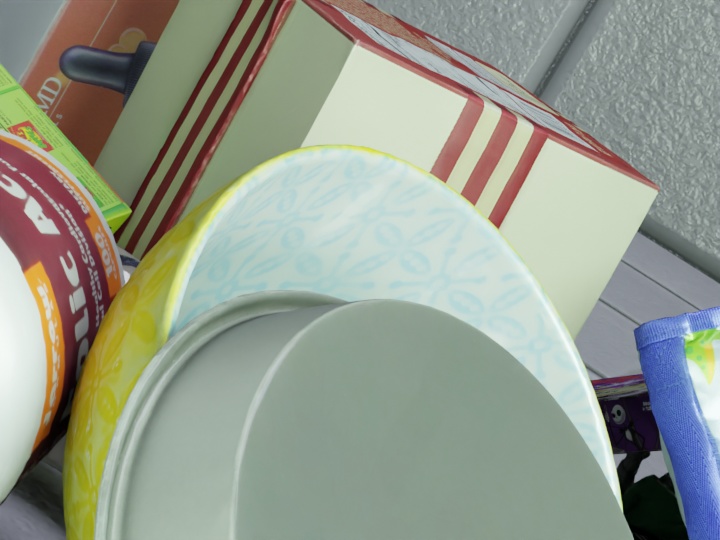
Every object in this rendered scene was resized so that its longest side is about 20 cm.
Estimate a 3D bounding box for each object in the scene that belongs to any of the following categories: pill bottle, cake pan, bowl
[{"bbox_3d":[-0.136,0.020,0.742,0.114,0.114,0.200,31,9,-1],"label":"pill bottle"},{"bbox_3d":[0.015,0.095,0.689,0.200,0.037,0.201,27,52,-40],"label":"cake pan"},{"bbox_3d":[-0.023,0.073,0.780,0.107,0.201,0.200,-19,-31,40],"label":"bowl"}]

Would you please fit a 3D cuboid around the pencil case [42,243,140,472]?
[{"bbox_3d":[-0.107,0.029,0.910,0.200,0.090,0.078,34,-11,14],"label":"pencil case"}]

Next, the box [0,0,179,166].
[{"bbox_3d":[-0.090,-0.071,1.287,0.199,0.153,0.106,26,11,-27],"label":"box"}]

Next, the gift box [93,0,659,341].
[{"bbox_3d":[0.000,0.000,1.078,0.199,0.187,0.185,26,10,-26],"label":"gift box"}]

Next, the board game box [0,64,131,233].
[{"bbox_3d":[-0.192,-0.071,1.031,0.200,0.048,0.102,48,30,8],"label":"board game box"}]

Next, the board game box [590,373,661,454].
[{"bbox_3d":[0.115,0.064,1.176,0.120,0.032,0.200,-5,-4,-35],"label":"board game box"}]

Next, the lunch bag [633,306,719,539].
[{"bbox_3d":[0.198,0.091,1.014,0.199,0.127,0.171,-4,73,-39],"label":"lunch bag"}]

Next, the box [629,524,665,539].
[{"bbox_3d":[0.162,0.173,1.134,0.200,0.049,0.160,25,12,-36],"label":"box"}]

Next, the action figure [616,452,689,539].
[{"bbox_3d":[0.154,0.112,1.240,0.118,0.055,0.200,16,-17,-15],"label":"action figure"}]
